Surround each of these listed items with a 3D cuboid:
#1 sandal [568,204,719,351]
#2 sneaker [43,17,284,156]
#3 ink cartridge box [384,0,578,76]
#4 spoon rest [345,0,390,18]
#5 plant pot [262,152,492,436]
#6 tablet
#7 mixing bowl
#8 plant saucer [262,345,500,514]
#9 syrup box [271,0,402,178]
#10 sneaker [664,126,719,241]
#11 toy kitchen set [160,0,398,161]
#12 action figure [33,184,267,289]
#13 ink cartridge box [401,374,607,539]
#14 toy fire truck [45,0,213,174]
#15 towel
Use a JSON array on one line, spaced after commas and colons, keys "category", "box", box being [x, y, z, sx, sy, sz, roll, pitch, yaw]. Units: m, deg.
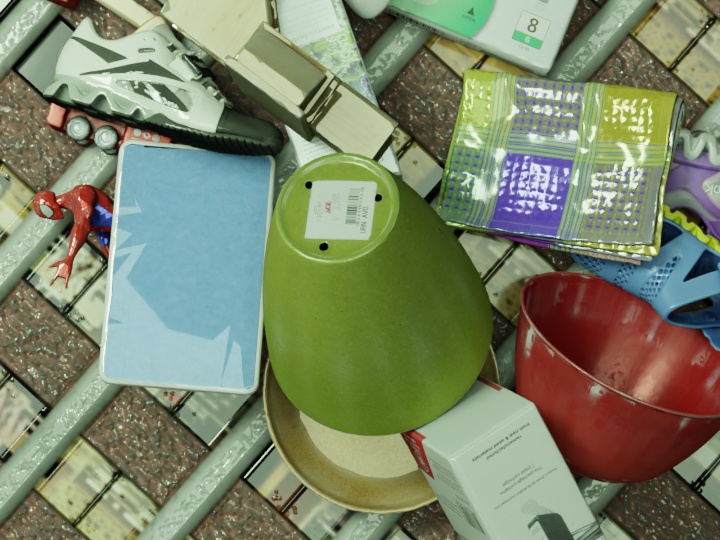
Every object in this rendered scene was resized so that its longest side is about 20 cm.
[{"category": "sandal", "box": [0.261, 0.008, 1.547, 0.199, 0.080, 0.087, 20, 48, 12]}, {"category": "sneaker", "box": [-0.149, -0.151, 1.518, 0.199, 0.074, 0.089, 18, 83, 4]}, {"category": "ink cartridge box", "box": [0.120, -0.285, 1.587, 0.160, 0.050, 0.201, 22, 91, 0]}, {"category": "spoon rest", "box": [0.008, -0.307, 1.569, 0.060, 0.099, 0.202, 0, 74, -27]}, {"category": "plant pot", "box": [0.000, 0.000, 1.453, 0.185, 0.200, 0.188, -4, 60, 8]}, {"category": "tablet", "box": [-0.139, -0.003, 1.532, 0.129, 0.014, 0.202, 5, 79, -5]}, {"category": "mixing bowl", "box": [0.202, 0.100, 1.526, 0.199, 0.200, 0.109, 22, 116, 0]}, {"category": "plant saucer", "box": [0.018, 0.101, 1.583, 0.198, 0.035, 0.202, 0, 88, -1]}, {"category": "syrup box", "box": [-0.033, -0.157, 1.565, 0.078, 0.081, 0.201, -20, 90, 1]}, {"category": "sneaker", "box": [0.324, -0.060, 1.574, 0.199, 0.080, 0.089, 14, 96, 5]}, {"category": "toy kitchen set", "box": [-0.026, -0.204, 1.444, 0.200, 0.163, 0.181, 37, 90, 2]}, {"category": "action figure", "box": [-0.181, -0.012, 1.568, 0.198, 0.065, 0.100, 15, 80, 0]}, {"category": "ink cartridge box", "box": [0.125, 0.196, 1.503, 0.083, 0.144, 0.201, -31, 104, -10]}, {"category": "toy fire truck", "box": [-0.197, -0.168, 1.580, 0.199, 0.049, 0.142, 18, 88, -1]}, {"category": "towel", "box": [0.164, -0.090, 1.557, 0.199, 0.023, 0.145, 11, 83, 23]}]
